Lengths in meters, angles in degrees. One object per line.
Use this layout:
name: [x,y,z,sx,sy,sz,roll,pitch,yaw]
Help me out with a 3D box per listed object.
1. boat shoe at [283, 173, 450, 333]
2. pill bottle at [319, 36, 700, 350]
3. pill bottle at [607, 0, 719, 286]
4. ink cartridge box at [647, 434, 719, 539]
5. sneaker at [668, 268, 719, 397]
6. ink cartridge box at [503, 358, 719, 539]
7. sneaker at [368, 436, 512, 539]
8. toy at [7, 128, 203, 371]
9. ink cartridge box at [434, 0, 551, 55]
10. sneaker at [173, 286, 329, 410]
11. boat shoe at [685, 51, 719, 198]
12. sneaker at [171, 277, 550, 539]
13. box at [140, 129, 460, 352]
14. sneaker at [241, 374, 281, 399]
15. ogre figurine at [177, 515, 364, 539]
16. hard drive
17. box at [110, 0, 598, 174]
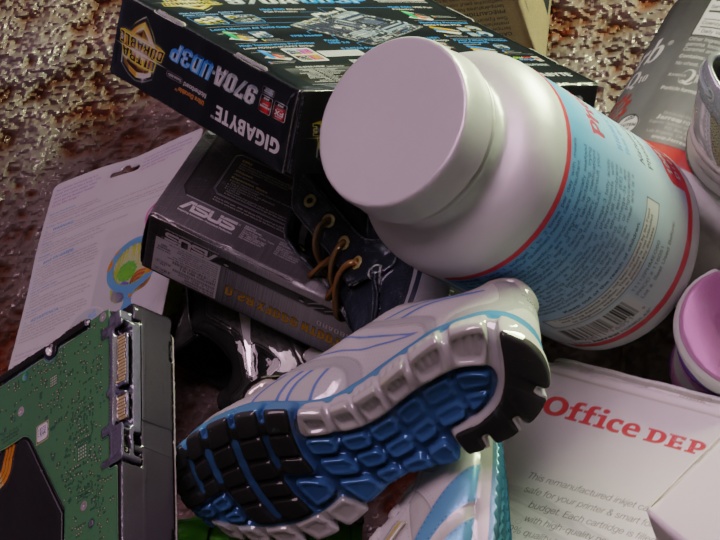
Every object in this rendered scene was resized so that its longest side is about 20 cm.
boat shoe: [0.000,0.000,1.391,0.090,0.071,0.201,13,44,0]
pill bottle: [0.071,-0.039,1.312,0.108,0.200,0.109,-14,65,32]
pill bottle: [0.201,-0.087,1.479,0.115,0.116,0.200,14,57,29]
ink cartridge box: [0.216,0.168,1.199,0.084,0.200,0.145,-41,49,-16]
sneaker: [0.236,0.026,1.398,0.199,0.089,0.081,-16,68,-21]
ink cartridge box: [0.115,0.154,1.328,0.145,0.085,0.201,14,59,30]
sneaker: [0.025,0.142,1.262,0.080,0.077,0.201,4,53,14]
toy: [-0.139,0.023,1.551,0.115,0.047,0.201,-18,42,31]
ink cartridge box: [-0.002,-0.185,1.603,0.199,0.165,0.075,-4,48,16]
sneaker: [-0.069,0.013,1.528,0.090,0.067,0.201,-22,49,-2]
boat shoe: [0.246,-0.039,1.338,0.202,0.065,0.074,35,65,24]
sneaker: [0.003,0.061,1.282,0.199,0.075,0.087,-22,23,20]
box: [0.005,-0.028,1.485,0.199,0.048,0.159,25,51,8]
sneaker: [-0.059,0.147,1.394,0.075,0.076,0.201,-2,64,17]
ogre figurine: [-0.074,0.199,1.311,0.119,0.201,0.098,15,11,-11]
hard drive: [-0.162,0.116,1.322,0.200,0.038,0.140,-33,49,38]
box: [-0.002,-0.099,1.410,0.199,0.046,0.159,-5,25,-39]
